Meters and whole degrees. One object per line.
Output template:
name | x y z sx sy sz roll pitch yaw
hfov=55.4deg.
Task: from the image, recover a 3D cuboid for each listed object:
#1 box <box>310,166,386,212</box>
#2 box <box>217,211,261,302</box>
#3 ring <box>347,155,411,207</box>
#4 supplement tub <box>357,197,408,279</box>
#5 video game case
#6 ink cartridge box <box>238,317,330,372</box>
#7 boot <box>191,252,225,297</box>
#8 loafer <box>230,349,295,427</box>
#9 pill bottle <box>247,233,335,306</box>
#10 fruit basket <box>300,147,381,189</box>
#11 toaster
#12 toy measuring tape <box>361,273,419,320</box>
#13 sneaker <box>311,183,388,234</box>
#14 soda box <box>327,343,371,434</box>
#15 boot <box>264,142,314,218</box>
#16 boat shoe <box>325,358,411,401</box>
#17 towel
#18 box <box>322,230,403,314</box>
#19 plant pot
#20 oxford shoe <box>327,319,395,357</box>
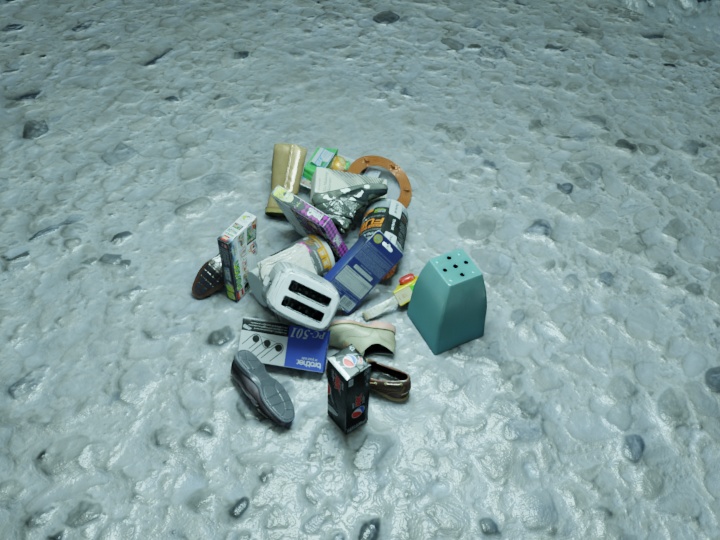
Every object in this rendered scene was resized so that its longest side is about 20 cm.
box | -0.032 -0.212 1.837 0.197 0.068 0.083 8 68 -14
box | -0.285 -0.030 1.644 0.034 0.202 0.110 24 50 20
ring | 0.055 -0.243 1.934 0.198 0.019 0.203 8 62 -16
supplement tub | 0.055 -0.080 1.760 0.121 0.124 0.202 7 46 5
video game case | -0.124 -0.116 1.738 0.180 0.200 0.036 33 77 26
ink cartridge box | -0.172 0.166 1.540 0.197 0.044 0.095 9 88 5
boot | -0.343 -0.009 1.725 0.075 0.097 0.200 40 82 0
loafer | -0.213 0.262 1.480 0.071 0.063 0.200 -9 51 -51
pill bottle | -0.169 0.001 1.679 0.199 0.117 0.116 -31 55 -28
fruit basket | -0.059 -0.273 1.960 0.198 0.094 0.186 19 49 11
toaster | -0.123 0.062 1.506 0.198 0.129 0.115 27 91 -10
toy measuring tape | 0.091 0.062 1.680 0.198 0.074 0.074 -29 51 -4
sneaker | -0.017 -0.158 1.755 0.197 0.076 0.116 -15 88 -9
soda box | -0.025 0.244 1.396 0.063 0.202 0.071 -28 53 -27
boot | -0.172 -0.243 1.877 0.172 0.066 0.203 8 78 6
boat shoe | 0.018 0.224 1.509 0.197 0.071 0.071 13 48 12
towel | -0.151 0.049 1.602 0.131 0.202 0.034 -27 11 -23
box | 0.000 0.000 1.620 0.200 0.121 0.032 -46 43 4
plant pot | 0.205 0.059 1.581 0.140 0.202 0.142 -19 50 -19
oxford shoe | -0.015 0.160 1.569 0.197 0.071 0.075 -2 54 -1
